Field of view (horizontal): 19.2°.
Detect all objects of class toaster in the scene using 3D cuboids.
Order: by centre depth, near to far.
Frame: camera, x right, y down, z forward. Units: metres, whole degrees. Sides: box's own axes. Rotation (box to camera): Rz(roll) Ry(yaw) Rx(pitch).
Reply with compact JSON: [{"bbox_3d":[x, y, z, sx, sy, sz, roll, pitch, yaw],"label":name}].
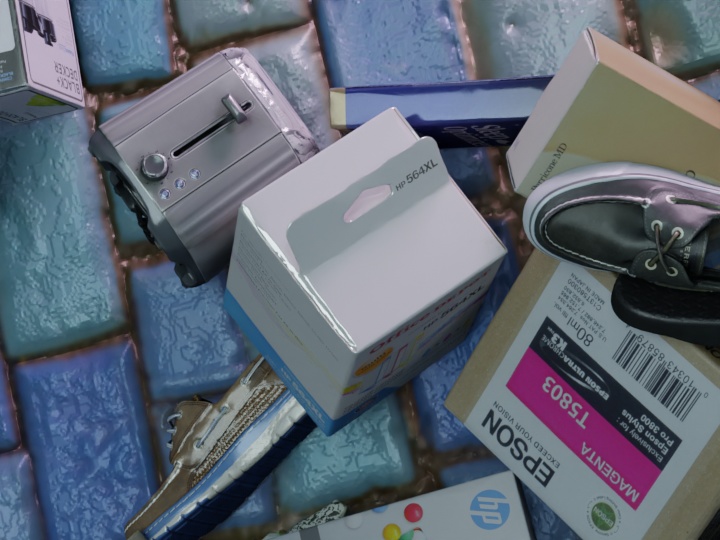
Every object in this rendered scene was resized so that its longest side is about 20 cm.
[{"bbox_3d":[-0.101,-0.069,1.476,0.129,0.200,0.114,-35,78,-5],"label":"toaster"}]

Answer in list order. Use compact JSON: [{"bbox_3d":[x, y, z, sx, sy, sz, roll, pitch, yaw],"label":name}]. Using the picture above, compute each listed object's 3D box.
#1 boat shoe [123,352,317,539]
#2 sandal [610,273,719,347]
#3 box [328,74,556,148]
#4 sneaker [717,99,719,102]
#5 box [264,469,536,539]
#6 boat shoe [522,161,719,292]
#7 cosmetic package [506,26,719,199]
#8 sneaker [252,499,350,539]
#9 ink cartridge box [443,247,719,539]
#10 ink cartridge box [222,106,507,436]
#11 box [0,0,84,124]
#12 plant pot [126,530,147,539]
[{"bbox_3d":[-0.099,0.123,1.520,0.200,0.072,0.072,-42,72,1],"label":"boat shoe"},{"bbox_3d":[0.252,0.040,1.309,0.199,0.075,0.045,10,122,9],"label":"sandal"},{"bbox_3d":[0.091,-0.106,1.440,0.199,0.121,0.033,-3,85,17],"label":"box"},{"bbox_3d":[0.214,-0.079,1.427,0.090,0.070,0.200,42,101,12],"label":"sneaker"},{"bbox_3d":[0.029,0.236,1.420,0.199,0.041,0.157,-16,72,7],"label":"box"},{"bbox_3d":[0.199,-0.021,1.288,0.199,0.057,0.069,6,114,-3],"label":"boat shoe"},{"bbox_3d":[0.202,-0.056,1.344,0.199,0.071,0.105,26,110,-12],"label":"cosmetic package"},{"bbox_3d":[0.013,0.242,1.477,0.089,0.077,0.200,-41,79,3],"label":"sneaker"},{"bbox_3d":[0.172,0.085,1.384,0.200,0.075,0.165,43,120,25],"label":"ink cartridge box"},{"bbox_3d":[0.000,0.000,1.404,0.128,0.200,0.125,-34,77,-18],"label":"ink cartridge box"},{"bbox_3d":[-0.262,-0.215,1.551,0.060,0.117,0.201,-11,83,12],"label":"box"},{"bbox_3d":[-0.182,0.337,1.456,0.177,0.200,0.200,44,122,-4],"label":"plant pot"}]
